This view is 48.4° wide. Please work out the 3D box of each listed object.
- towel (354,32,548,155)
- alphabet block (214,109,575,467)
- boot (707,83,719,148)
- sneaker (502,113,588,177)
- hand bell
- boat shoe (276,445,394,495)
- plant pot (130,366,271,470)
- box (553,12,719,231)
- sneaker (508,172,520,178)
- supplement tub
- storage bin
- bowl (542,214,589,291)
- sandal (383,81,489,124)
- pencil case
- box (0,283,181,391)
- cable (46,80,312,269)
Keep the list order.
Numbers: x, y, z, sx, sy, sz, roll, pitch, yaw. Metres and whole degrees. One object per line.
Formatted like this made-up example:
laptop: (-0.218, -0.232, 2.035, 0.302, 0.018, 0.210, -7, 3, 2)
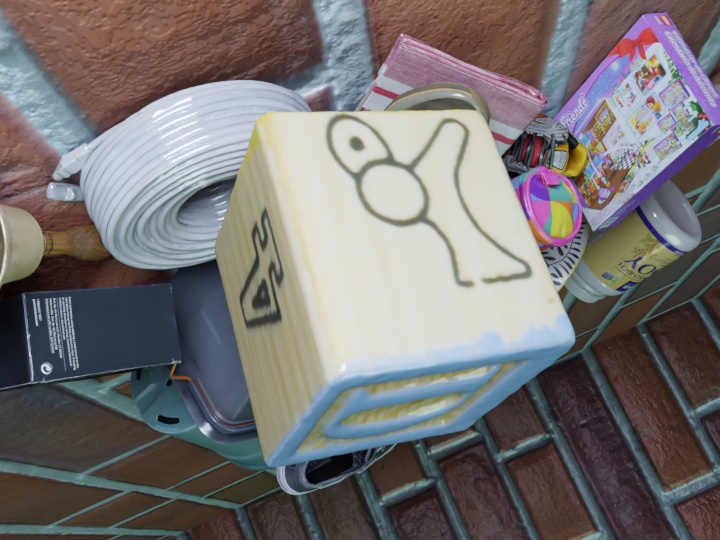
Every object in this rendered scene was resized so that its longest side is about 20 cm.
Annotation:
towel: (0.057, -0.120, 0.738, 0.143, 0.023, 0.200, 18, 145, -17)
alphabet block: (0.011, 0.014, 0.617, 0.194, 0.201, 0.197, -4, 153, -26)
boot: (0.374, -0.176, 1.009, 0.146, 0.071, 0.200, -2, 150, -44)
sneaker: (0.173, -0.134, 0.822, 0.199, 0.082, 0.078, -6, 123, -50)
hand bell: (-0.255, -0.021, 0.652, 0.104, 0.105, 0.200, -31, 172, 18)
boat shoe: (-0.003, 0.196, 0.928, 0.199, 0.072, 0.068, -20, 178, -37)
plant pot: (-0.174, 0.145, 1.022, 0.199, 0.201, 0.196, -30, 153, 15)
box: (0.286, -0.152, 0.857, 0.039, 0.138, 0.200, -13, 158, -28)
sneaker: (0.180, -0.103, 0.959, 0.199, 0.077, 0.085, -3, 147, -48)
supplement tub: (0.415, -0.050, 1.271, 0.145, 0.146, 0.200, -4, 152, -45)
storage bin: (-0.129, 0.054, 0.834, 0.145, 0.201, 0.134, -1, 139, -49)
bowl: (0.202, -0.031, 1.089, 0.094, 0.201, 0.201, 36, 130, -17)
sandal: (0.025, -0.100, 0.703, 0.199, 0.054, 0.080, -17, 141, 31)
pencil case: (0.132, -0.048, 0.836, 0.088, 0.089, 0.199, -9, 177, -38)
box: (-0.281, 0.067, 0.742, 0.199, 0.080, 0.141, -14, 170, 43)
cable: (-0.125, -0.075, 0.660, 0.199, 0.070, 0.200, -32, 160, 19)
